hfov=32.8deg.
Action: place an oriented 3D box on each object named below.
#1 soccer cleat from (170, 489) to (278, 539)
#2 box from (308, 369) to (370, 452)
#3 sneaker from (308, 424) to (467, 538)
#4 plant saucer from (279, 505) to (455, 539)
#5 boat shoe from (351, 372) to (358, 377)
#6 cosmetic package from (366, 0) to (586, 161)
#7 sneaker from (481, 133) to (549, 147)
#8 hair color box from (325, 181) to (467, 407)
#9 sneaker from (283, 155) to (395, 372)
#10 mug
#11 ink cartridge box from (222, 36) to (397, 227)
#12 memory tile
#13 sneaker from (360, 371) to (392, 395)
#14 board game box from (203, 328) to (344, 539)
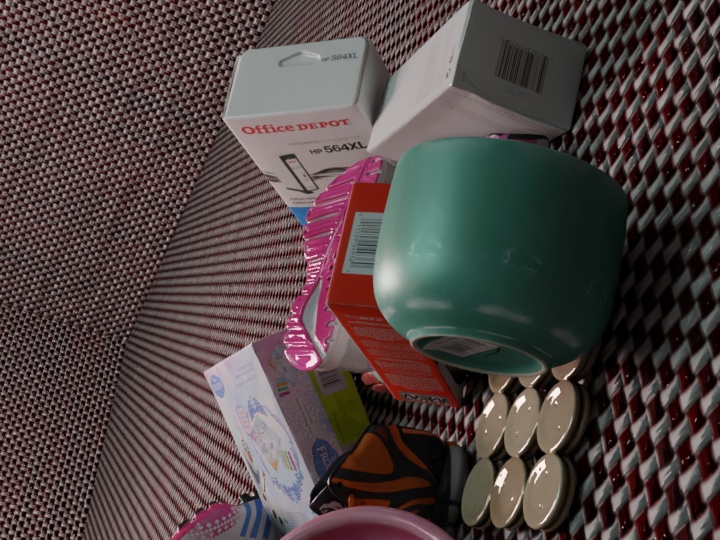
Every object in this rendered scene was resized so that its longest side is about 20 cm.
[{"bbox_3d":[-0.125,0.278,1.240,0.070,0.086,0.200,-49,-16,18],"label":"soccer cleat"},{"bbox_3d":[-0.051,0.146,1.235,0.122,0.048,0.200,68,157,5],"label":"box"},{"bbox_3d":[0.009,0.210,0.916,0.078,0.112,0.200,131,154,-55],"label":"sneaker"},{"bbox_3d":[0.003,0.261,0.819,0.051,0.200,0.201,51,-136,-54],"label":"plant saucer"},{"bbox_3d":[-0.013,0.072,1.243,0.060,0.075,0.200,-79,15,-47],"label":"boat shoe"},{"bbox_3d":[0.095,-0.144,1.049,0.200,0.113,0.081,157,130,-68],"label":"cosmetic package"},{"bbox_3d":[0.089,-0.033,1.006,0.200,0.080,0.087,124,149,-61],"label":"sneaker"},{"bbox_3d":[0.038,0.023,0.940,0.200,0.061,0.102,58,-139,-61],"label":"hair color box"},{"bbox_3d":[0.000,0.000,1.054,0.081,0.088,0.200,-3,68,50],"label":"sneaker"},{"bbox_3d":[0.090,0.006,0.778,0.185,0.152,0.115,42,-124,-58],"label":"mug"},{"bbox_3d":[-0.026,-0.131,1.215,0.200,0.146,0.084,52,-139,-52],"label":"ink cartridge box"},{"bbox_3d":[0.123,0.083,0.850,0.153,0.017,0.200,149,137,-67],"label":"memory tile"},{"bbox_3d":[0.046,0.011,1.128,0.082,0.078,0.200,138,139,-54],"label":"sneaker"},{"bbox_3d":[-0.074,0.168,1.182,0.199,0.043,0.200,65,157,2],"label":"board game box"}]
